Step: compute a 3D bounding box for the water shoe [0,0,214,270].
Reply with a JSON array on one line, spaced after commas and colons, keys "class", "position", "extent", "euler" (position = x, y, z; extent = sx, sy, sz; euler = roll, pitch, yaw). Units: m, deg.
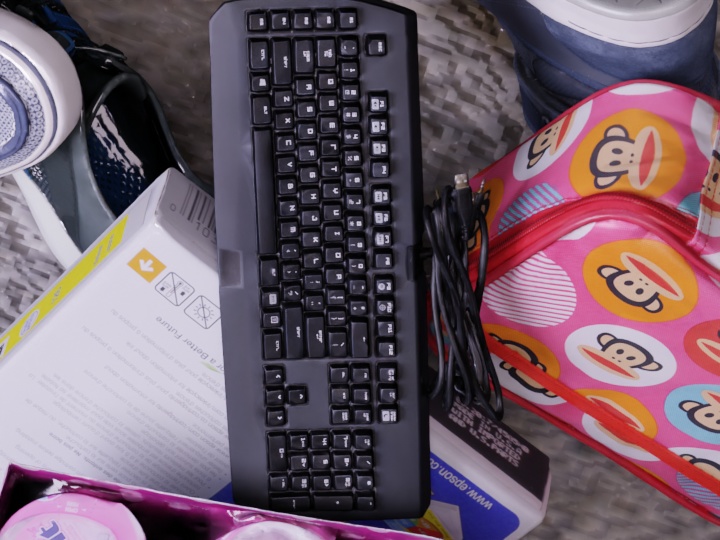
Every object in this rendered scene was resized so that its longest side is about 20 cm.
[{"class": "water shoe", "position": [-0.119, -0.079, 1.120], "extent": [0.200, 0.079, 0.072], "euler": [52, 53, -16]}]

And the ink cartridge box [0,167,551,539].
[{"class": "ink cartridge box", "position": [-0.061, 0.082, 1.143], "extent": [0.197, 0.047, 0.200], "euler": [37, 127, -18]}]

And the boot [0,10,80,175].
[{"class": "boot", "position": [-0.206, -0.050, 1.071], "extent": [0.199, 0.090, 0.073], "euler": [0, 120, 29]}]

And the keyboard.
[{"class": "keyboard", "position": [0.000, 0.000, 1.040], "extent": [0.103, 0.040, 0.201], "euler": [-4, 109, -3]}]

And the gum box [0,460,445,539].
[{"class": "gum box", "position": [-0.041, 0.139, 1.088], "extent": [0.199, 0.114, 0.067], "euler": [10, 64, 2]}]

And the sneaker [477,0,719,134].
[{"class": "sneaker", "position": [0.063, -0.110, 1.138], "extent": [0.077, 0.146, 0.202], "euler": [-42, 57, -14]}]

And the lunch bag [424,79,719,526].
[{"class": "lunch bag", "position": [0.126, 0.022, 1.121], "extent": [0.199, 0.176, 0.082], "euler": [31, 56, -20]}]
